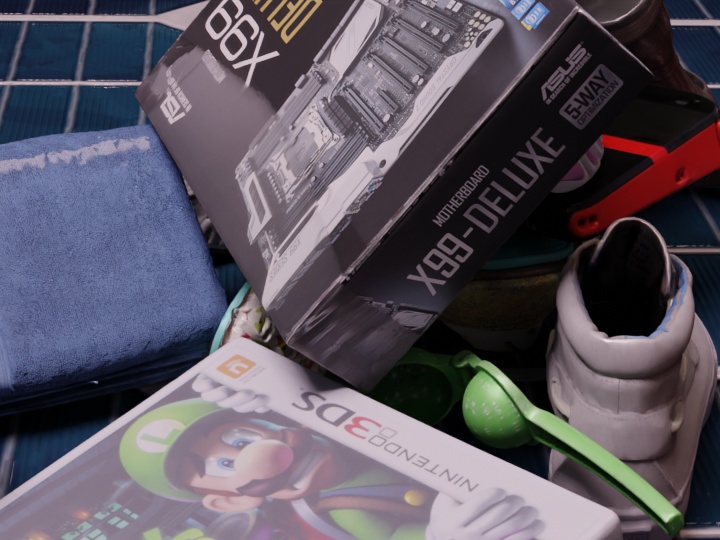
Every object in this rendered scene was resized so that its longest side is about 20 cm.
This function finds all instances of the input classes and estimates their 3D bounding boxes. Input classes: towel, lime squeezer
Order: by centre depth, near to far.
[{"bbox_3d":[0.031,0.056,0.713,0.199,0.038,0.071,2,29,29],"label":"lime squeezer"},{"bbox_3d":[-0.161,0.006,0.790,0.199,0.112,0.049,-12,-15,-22],"label":"towel"}]

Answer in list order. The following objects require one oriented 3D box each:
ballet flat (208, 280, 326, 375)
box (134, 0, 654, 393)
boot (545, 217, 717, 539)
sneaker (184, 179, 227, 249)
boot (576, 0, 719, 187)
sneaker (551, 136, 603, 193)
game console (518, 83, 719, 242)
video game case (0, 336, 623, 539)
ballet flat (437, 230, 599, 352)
[{"bbox_3d":[0.000,0.000,0.851,0.064,0.076,0.200,20,31,11],"label":"ballet flat"},{"bbox_3d":[0.003,-0.072,0.759,0.050,0.158,0.200,33,14,-37],"label":"box"},{"bbox_3d":[0.112,0.021,0.779,0.073,0.096,0.200,5,25,6],"label":"boot"},{"bbox_3d":[-0.111,-0.043,0.931,0.099,0.078,0.200,15,27,33],"label":"sneaker"},{"bbox_3d":[0.104,-0.109,1.013,0.200,0.174,0.069,26,76,36],"label":"boot"},{"bbox_3d":[0.047,-0.090,0.835,0.088,0.081,0.200,-23,35,15],"label":"sneaker"},{"bbox_3d":[0.053,-0.061,0.891,0.199,0.031,0.177,15,27,30],"label":"game console"},{"bbox_3d":[-0.046,0.104,0.634,0.182,0.023,0.200,22,43,37],"label":"video game case"},{"bbox_3d":[0.066,0.000,0.853,0.070,0.071,0.200,10,19,17],"label":"ballet flat"}]
